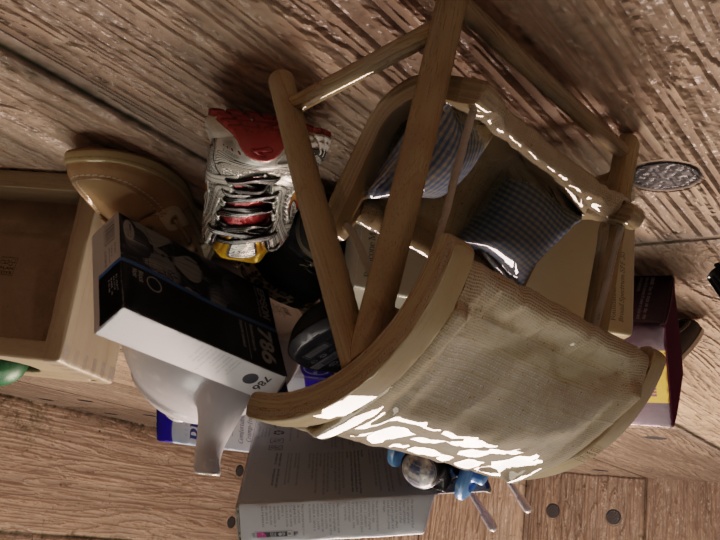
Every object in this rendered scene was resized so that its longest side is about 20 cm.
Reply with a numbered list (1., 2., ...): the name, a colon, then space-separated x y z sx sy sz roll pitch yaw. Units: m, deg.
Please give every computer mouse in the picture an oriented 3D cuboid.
1. computer mouse: -0.018 0.071 0.717 0.140 0.046 0.200 -35 151 22

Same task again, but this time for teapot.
1. teapot: -0.158 0.082 0.839 0.197 0.146 0.200 30 -164 14

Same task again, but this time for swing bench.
1. swing bench: 0.060 -0.003 0.444 0.129 0.201 0.199 -19 151 38

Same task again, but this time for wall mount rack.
1. wall mount rack: 0.143 0.189 0.948 0.074 0.175 0.200 1 176 31

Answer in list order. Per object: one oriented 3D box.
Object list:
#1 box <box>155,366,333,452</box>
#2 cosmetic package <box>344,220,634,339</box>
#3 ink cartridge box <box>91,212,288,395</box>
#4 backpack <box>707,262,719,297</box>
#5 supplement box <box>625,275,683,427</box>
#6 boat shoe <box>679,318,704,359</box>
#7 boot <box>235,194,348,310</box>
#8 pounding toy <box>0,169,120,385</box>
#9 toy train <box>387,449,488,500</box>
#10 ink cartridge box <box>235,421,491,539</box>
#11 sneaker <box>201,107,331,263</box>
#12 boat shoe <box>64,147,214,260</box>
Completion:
1. box: -0.126 0.131 1.028 0.199 0.105 0.184 6 -163 3
2. cosmetic package: 0.091 -0.008 0.612 0.199 0.104 0.073 9 161 -9
3. ink cartridge box: -0.119 0.038 0.671 0.039 0.100 0.200 -38 136 21
4. backpack: 0.351 0.045 0.547 0.147 0.184 0.200 -32 152 33
5. supplement box: 0.187 0.072 0.781 0.199 0.086 0.111 -1 117 27
6. boat shoe: 0.258 0.097 0.853 0.200 0.057 0.067 -34 -179 -8
7. boot: 0.000 0.000 0.731 0.199 0.073 0.150 17 162 -32
8. pounding toy: -0.303 0.031 0.743 0.183 0.201 0.142 4 164 10
9. toy train: 0.091 0.096 0.671 0.086 0.115 0.200 22 -155 24
10. ink cartridge box: 0.000 0.174 0.742 0.199 0.043 0.196 -1 -170 -1
11. sneaker: -0.065 -0.049 0.550 0.078 0.083 0.200 9 170 -6
12. boat shoe: -0.172 -0.038 0.691 0.071 0.065 0.200 1 162 20
